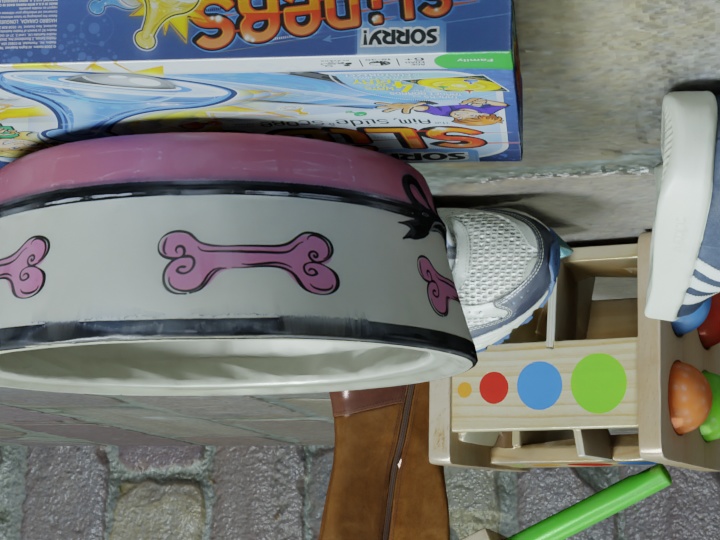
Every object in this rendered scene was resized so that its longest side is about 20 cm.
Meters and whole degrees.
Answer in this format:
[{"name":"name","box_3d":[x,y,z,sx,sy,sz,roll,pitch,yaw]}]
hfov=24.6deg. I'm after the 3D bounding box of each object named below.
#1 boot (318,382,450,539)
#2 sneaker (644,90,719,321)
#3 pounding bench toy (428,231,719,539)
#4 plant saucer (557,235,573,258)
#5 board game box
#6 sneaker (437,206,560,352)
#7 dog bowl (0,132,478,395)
[{"name":"boot","box_3d":[0.061,0.122,1.161,0.188,0.200,0.068,5,169,-26]},{"name":"sneaker","box_3d":[0.165,-0.019,0.693,0.084,0.075,0.200,4,171,9]},{"name":"pounding bench toy","box_3d":[0.136,0.089,0.963,0.156,0.200,0.124,-4,169,28]},{"name":"plant saucer","box_3d":[0.015,0.012,0.914,0.200,0.019,0.070,-21,162,25]},{"name":"board game box","box_3d":[-0.047,-0.066,0.552,0.200,0.035,0.135,-1,170,7]},{"name":"sneaker","box_3d":[0.000,0.000,0.831,0.200,0.077,0.085,-4,165,26]},{"name":"dog bowl","box_3d":[-0.056,0.003,0.623,0.200,0.074,0.200,-1,171,0]}]
